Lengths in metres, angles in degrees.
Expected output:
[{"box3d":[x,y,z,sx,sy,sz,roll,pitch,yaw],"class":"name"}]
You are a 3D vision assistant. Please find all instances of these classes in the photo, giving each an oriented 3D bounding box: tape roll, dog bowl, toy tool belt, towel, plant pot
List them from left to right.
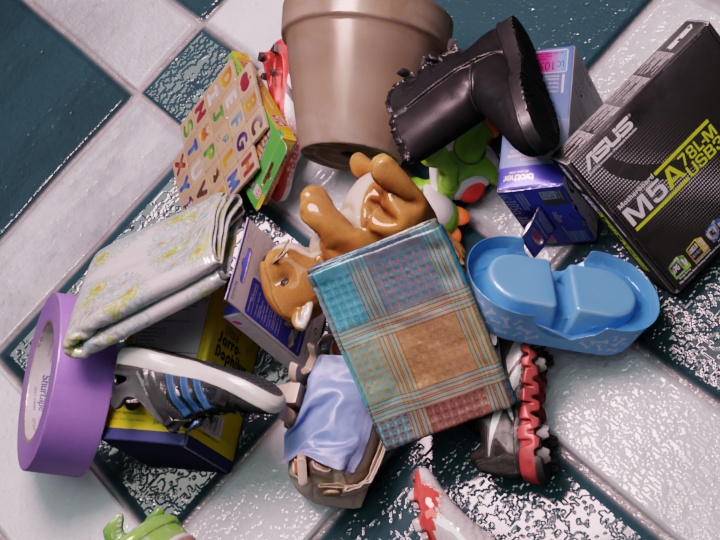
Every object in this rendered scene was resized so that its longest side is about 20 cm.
[{"box3d":[-0.330,0.128,1.458,0.200,0.066,0.200,-169,90,-67],"class":"tape roll"},{"box3d":[-0.218,-0.001,1.374,0.200,0.048,0.171,-27,23,15],"class":"towel"},{"box3d":[-0.030,0.140,1.355,0.125,0.123,0.200,0,65,18],"class":"toy tool belt"},{"box3d":[-0.001,-0.211,1.484,0.200,0.200,0.174,2,77,24],"class":"plant pot"},{"box3d":[0.050,0.064,1.271,0.146,0.022,0.200,-22,96,15],"class":"towel"},{"box3d":[0.196,0.028,1.301,0.200,0.050,0.112,10,43,-10],"class":"dog bowl"}]

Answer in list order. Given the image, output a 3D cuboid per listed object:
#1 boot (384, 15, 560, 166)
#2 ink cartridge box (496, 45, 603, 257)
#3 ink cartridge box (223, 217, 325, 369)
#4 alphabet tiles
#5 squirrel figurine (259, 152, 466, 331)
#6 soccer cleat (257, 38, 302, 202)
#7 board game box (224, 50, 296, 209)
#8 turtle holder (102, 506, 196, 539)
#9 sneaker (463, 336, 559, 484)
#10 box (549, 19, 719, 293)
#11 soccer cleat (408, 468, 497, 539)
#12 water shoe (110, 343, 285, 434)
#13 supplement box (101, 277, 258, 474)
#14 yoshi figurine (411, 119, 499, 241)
[{"box3d":[0.108,-0.159,1.323,0.162,0.073,0.198,-29,44,23],"class":"boot"},{"box3d":[0.203,-0.116,1.372,0.076,0.136,0.200,-5,64,25],"class":"ink cartridge box"},{"box3d":[-0.096,0.029,1.394,0.037,0.200,0.095,2,66,25],"class":"ink cartridge box"},{"box3d":[-0.172,-0.150,1.566,0.200,0.006,0.167,-44,49,39],"class":"alphabet tiles"},{"box3d":[0.000,0.000,1.348,0.187,0.200,0.142,-45,19,-5],"class":"squirrel figurine"},{"box3d":[-0.080,-0.181,1.572,0.069,0.085,0.200,-10,77,56],"class":"soccer cleat"},{"box3d":[-0.130,-0.166,1.543,0.096,0.030,0.200,-62,37,31],"class":"board game box"},{"box3d":[-0.235,0.345,1.339,0.185,0.141,0.132,-41,73,-11],"class":"turtle holder"},{"box3d":[0.147,0.119,1.321,0.098,0.071,0.201,-7,65,18],"class":"sneaker"},{"box3d":[0.319,-0.111,1.295,0.200,0.193,0.048,-44,24,-3],"class":"box"},{"box3d":[0.111,0.276,1.258,0.085,0.069,0.200,-24,61,1],"class":"soccer cleat"},{"box3d":[-0.167,0.133,1.337,0.200,0.071,0.079,13,88,28],"class":"water shoe"},{"box3d":[-0.193,0.113,1.450,0.109,0.110,0.200,2,67,24],"class":"supplement box"},{"box3d":[0.077,-0.107,1.450,0.112,0.112,0.200,22,78,47],"class":"yoshi figurine"}]
